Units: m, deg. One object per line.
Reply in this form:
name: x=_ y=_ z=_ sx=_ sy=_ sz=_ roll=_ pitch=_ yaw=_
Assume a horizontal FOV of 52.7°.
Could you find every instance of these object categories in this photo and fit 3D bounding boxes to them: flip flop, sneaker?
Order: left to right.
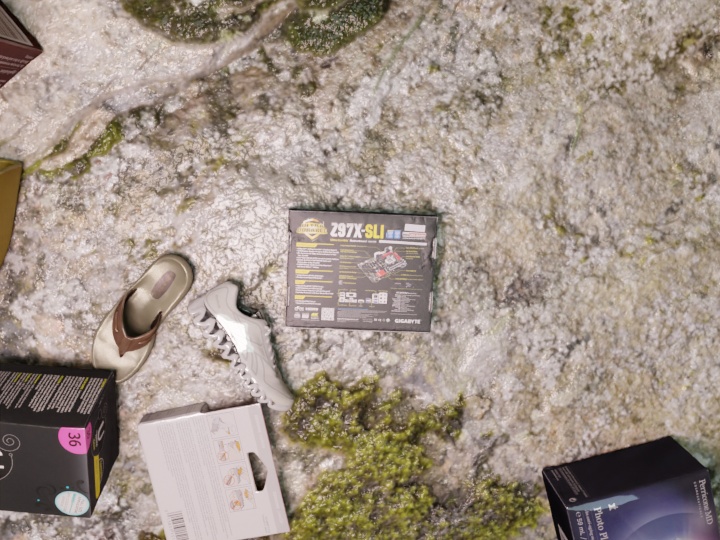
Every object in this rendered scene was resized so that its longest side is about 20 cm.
flip flop: x=-0.297 y=0.065 z=0.976 sx=0.081 sy=0.058 sz=0.200 roll=38 pitch=97 yaw=-7
sneaker: x=-0.146 y=0.104 z=0.984 sx=0.081 sy=0.075 sz=0.200 roll=-37 pitch=99 yaw=-4

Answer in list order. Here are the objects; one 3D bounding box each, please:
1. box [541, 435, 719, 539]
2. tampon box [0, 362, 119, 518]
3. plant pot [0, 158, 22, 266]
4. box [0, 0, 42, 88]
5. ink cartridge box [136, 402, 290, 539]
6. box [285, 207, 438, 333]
box: x=0.384 y=0.366 z=1.017 sx=0.198 sy=0.123 sz=0.201 roll=-16 pitch=100 yaw=0
tampon box: x=-0.434 y=0.218 z=0.947 sx=0.199 sy=0.126 sz=0.150 roll=5 pitch=117 yaw=-3
plant pot: x=-0.554 y=-0.036 z=0.892 sx=0.195 sy=0.194 sz=0.201 roll=10 pitch=108 yaw=-4
box: x=-0.530 y=-0.270 z=0.856 sx=0.200 sy=0.166 sz=0.164 roll=-38 pitch=100 yaw=4
ink cartridge box: x=-0.203 y=0.286 z=1.024 sx=0.176 sy=0.045 sz=0.201 roll=-11 pitch=101 yaw=1
box: x=0.000 y=0.000 z=0.979 sx=0.199 sy=0.049 sz=0.160 roll=2 pitch=97 yaw=-2
